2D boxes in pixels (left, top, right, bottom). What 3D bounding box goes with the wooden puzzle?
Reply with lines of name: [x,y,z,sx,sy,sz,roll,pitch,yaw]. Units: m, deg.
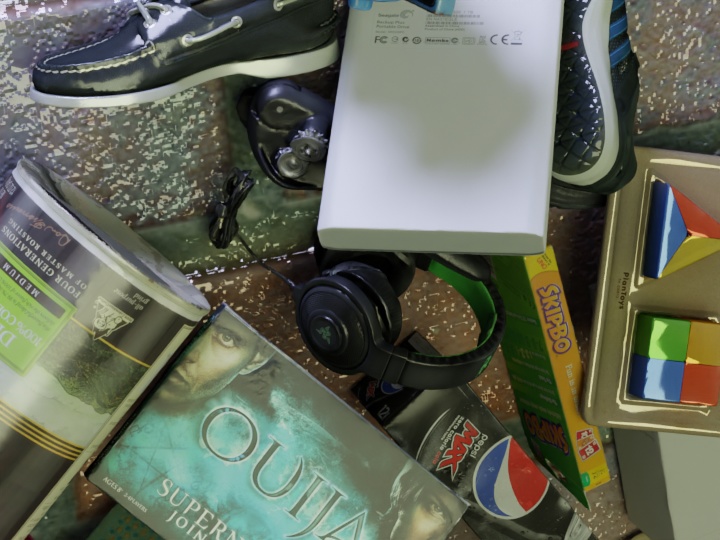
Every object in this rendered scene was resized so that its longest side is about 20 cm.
wooden puzzle: [0.249,0.020,1.381,0.199,0.046,0.186,6,92,-19]

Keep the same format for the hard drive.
hard drive: [0.051,-0.100,1.256,0.131,0.201,0.027,2,147,9]

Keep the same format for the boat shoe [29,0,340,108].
boat shoe: [-0.107,-0.143,1.264,0.199,0.076,0.061,-16,116,-27]

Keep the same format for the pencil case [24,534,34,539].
pencil case: [-0.211,0.219,1.293,0.088,0.200,0.089,-6,105,-24]

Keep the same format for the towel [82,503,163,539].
towel: [-0.087,0.164,1.342,0.200,0.147,0.022,-49,147,-5]

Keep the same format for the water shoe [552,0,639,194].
water shoe: [0.139,-0.146,1.337,0.079,0.071,0.201,25,64,-59]

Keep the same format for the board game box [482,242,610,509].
board game box: [0.121,0.059,1.409,0.030,0.096,0.201,-20,116,-13]

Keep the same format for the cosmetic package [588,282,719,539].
cosmetic package: [0.238,0.092,1.474,0.113,0.081,0.201,-22,114,-15]

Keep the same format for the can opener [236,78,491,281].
can opener: [0.013,-0.059,1.309,0.200,0.079,0.063,30,123,-12]

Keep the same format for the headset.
headset: [0.000,0.000,1.328,0.199,0.124,0.094,19,130,-2]

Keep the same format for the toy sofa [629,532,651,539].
toy sofa: [0.157,0.282,1.527,0.199,0.098,0.083,-23,141,-11]

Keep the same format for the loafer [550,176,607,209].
loafer: [0.091,-0.095,1.351,0.200,0.068,0.070,19,121,-22]

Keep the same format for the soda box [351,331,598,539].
soda box: [0.082,0.138,1.439,0.063,0.071,0.200,-42,118,-2]

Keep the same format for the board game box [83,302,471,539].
board game box: [-0.049,0.133,1.278,0.200,0.028,0.135,39,85,-11]

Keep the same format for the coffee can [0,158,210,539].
coffee can: [-0.207,0.055,1.256,0.146,0.146,0.200,37,93,-28]

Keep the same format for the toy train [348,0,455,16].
toy train: [0.010,-0.203,1.215,0.114,0.200,0.087,2,108,-32]
